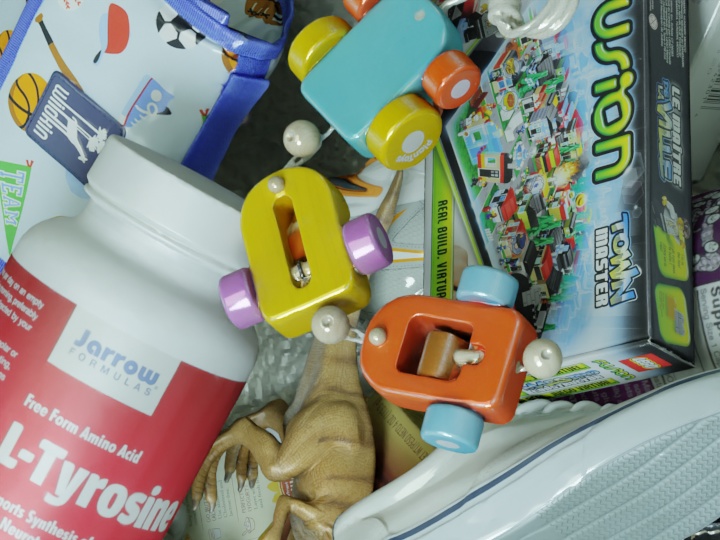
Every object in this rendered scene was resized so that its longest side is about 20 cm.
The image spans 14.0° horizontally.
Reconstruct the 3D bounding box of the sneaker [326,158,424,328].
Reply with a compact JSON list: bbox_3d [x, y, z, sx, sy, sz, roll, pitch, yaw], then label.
[{"bbox_3d":[0.000,0.000,1.320,0.199,0.076,0.092,-18,87,36],"label":"sneaker"}]

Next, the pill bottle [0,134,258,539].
[{"bbox_3d":[-0.113,0.051,1.215,0.112,0.112,0.201,31,95,31],"label":"pill bottle"}]

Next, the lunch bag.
[{"bbox_3d":[-0.115,-0.086,1.332,0.170,0.123,0.200,-60,36,23],"label":"lunch bag"}]

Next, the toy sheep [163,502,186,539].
[{"bbox_3d":[-0.140,0.116,1.341,0.138,0.138,0.201,-31,55,31],"label":"toy sheep"}]

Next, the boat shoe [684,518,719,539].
[{"bbox_3d":[0.103,0.159,1.254,0.200,0.074,0.060,-50,22,40],"label":"boat shoe"}]

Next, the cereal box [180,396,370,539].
[{"bbox_3d":[-0.054,0.150,1.378,0.199,0.039,0.145,-17,80,35],"label":"cereal box"}]

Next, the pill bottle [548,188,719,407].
[{"bbox_3d":[0.151,0.022,1.187,0.199,0.112,0.113,-16,81,34],"label":"pill bottle"}]

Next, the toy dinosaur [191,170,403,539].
[{"bbox_3d":[-0.017,0.067,1.254,0.106,0.060,0.201,-11,66,28],"label":"toy dinosaur"}]

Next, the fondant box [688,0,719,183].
[{"bbox_3d":[0.088,-0.147,1.262,0.200,0.058,0.145,34,109,29],"label":"fondant box"}]

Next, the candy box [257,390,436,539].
[{"bbox_3d":[0.033,0.150,1.220,0.117,0.056,0.200,-51,38,7],"label":"candy box"}]

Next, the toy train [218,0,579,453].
[{"bbox_3d":[0.028,-0.023,1.153,0.150,0.056,0.201,3,69,26],"label":"toy train"}]

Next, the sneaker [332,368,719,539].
[{"bbox_3d":[0.071,0.078,1.139,0.199,0.073,0.071,-26,48,12],"label":"sneaker"}]

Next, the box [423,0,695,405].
[{"bbox_3d":[0.078,-0.049,1.177,0.110,0.035,0.201,-15,63,35],"label":"box"}]
